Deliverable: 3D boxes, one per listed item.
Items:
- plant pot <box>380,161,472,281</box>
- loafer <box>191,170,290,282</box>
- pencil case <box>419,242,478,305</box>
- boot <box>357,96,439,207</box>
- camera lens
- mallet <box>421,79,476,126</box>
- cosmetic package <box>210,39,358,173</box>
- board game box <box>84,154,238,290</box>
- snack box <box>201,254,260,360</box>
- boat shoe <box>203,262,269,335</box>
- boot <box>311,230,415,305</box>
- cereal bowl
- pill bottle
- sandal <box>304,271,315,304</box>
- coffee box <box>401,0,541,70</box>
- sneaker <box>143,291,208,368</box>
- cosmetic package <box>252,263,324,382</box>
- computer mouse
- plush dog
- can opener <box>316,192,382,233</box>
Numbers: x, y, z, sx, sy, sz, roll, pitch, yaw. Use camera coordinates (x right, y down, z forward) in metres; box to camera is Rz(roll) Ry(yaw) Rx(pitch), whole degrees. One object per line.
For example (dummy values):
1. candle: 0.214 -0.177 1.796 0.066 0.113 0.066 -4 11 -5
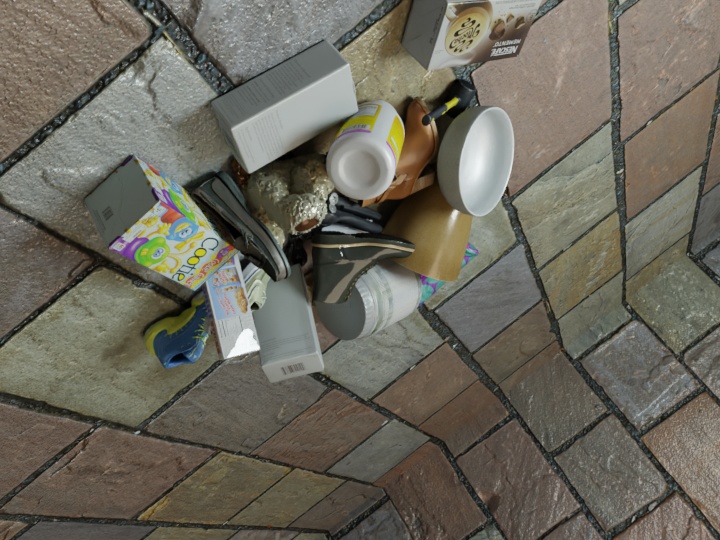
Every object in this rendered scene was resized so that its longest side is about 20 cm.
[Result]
1. plant pot: 0.154 -0.109 1.390 0.185 0.186 0.201 4 116 -49
2. loafer: -0.187 -0.058 1.058 0.063 0.201 0.072 -31 171 -30
3. pencil case: 0.183 -0.006 1.637 0.200 0.085 0.092 -43 166 11
4. boot: 0.059 -0.204 1.232 0.153 0.074 0.201 -20 135 -13
5. camera lens: 0.021 0.046 1.435 0.199 0.160 0.161 -23 151 -46
6. mallet: 0.142 -0.273 1.182 0.200 0.041 0.066 -46 169 -48
7. cosmetic package: -0.108 -0.241 1.008 0.199 0.074 0.102 -32 150 -12
8. board game box: -0.292 -0.066 1.030 0.103 0.105 0.200 -40 151 6
9. snack box: -0.231 0.048 1.179 0.071 0.202 0.024 -11 175 -35
10. boat shoe: -0.206 0.050 1.254 0.201 0.062 0.072 -55 172 -30
11. boot: 0.000 0.000 1.300 0.198 0.077 0.140 3 100 -11
12. cereal bowl: 0.200 -0.204 1.255 0.199 0.083 0.202 -26 125 -45
13. pill bottle: 0.014 -0.199 1.073 0.105 0.104 0.201 -57 -171 33
14. sandal: -0.131 0.067 1.426 0.210 0.070 0.078 -23 148 -23
15. coffee box: 0.176 -0.395 1.077 0.199 0.080 0.114 -17 145 -30
16. sneaker: -0.300 0.113 1.276 0.199 0.105 0.076 -34 151 -3
17. cosmetic package: -0.144 0.098 1.306 0.112 0.201 0.081 -13 147 0
18. computer mouse: -0.051 -0.066 1.346 0.199 0.044 0.110 -21 146 -25
19. plush dog: -0.113 -0.135 1.123 0.171 0.161 0.199 -30 -178 -39
20. can opener: -0.031 -0.110 1.290 0.199 0.064 0.078 5 168 -43
